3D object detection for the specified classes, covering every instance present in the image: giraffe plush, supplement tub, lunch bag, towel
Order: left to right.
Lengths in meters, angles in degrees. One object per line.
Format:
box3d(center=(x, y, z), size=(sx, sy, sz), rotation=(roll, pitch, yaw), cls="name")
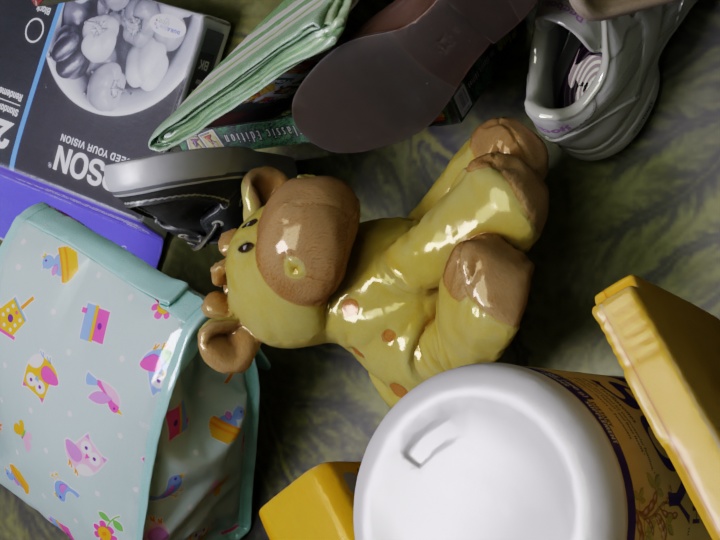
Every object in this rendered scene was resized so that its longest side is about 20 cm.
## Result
box3d(center=(-0.149, 0.069, 1.128), size=(0.170, 0.122, 0.200), rotation=(30, 129, 33), cls="lunch bag")
box3d(center=(-0.029, -0.149, 1.067), size=(0.152, 0.200, 0.023), rotation=(-29, 107, 37), cls="towel")
box3d(center=(0.000, 0.000, 1.018), size=(0.162, 0.173, 0.200), rotation=(19, 121, -4), cls="giraffe plush")
box3d(center=(0.105, 0.123, 0.922), size=(0.145, 0.200, 0.146), rotation=(-4, 83, 33), cls="supplement tub")

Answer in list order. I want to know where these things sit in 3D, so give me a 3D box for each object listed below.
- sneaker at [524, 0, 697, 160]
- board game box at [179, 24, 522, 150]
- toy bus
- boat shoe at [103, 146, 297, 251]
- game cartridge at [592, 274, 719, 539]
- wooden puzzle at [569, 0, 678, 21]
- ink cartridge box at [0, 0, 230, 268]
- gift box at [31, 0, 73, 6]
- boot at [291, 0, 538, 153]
box3d(center=(0.148, -0.159, 1.005), size=(0.075, 0.100, 0.201), rotation=(22, 96, 30), cls="sneaker")
box3d(center=(-0.009, -0.114, 1.107), size=(0.200, 0.105, 0.024), rotation=(-4, 122, 34), cls="board game box")
box3d(center=(0.021, 0.211, 1.054), size=(0.065, 0.078, 0.200), rotation=(-39, 65, 23), cls="toy bus")
box3d(center=(-0.086, -0.041, 1.088), size=(0.068, 0.200, 0.057), rotation=(-8, 88, 22), cls="boat shoe")
box3d(center=(0.189, 0.101, 0.884), size=(0.032, 0.176, 0.200), rotation=(-35, 67, 17), cls="game cartridge")
box3d(center=(0.169, -0.229, 0.972), size=(0.037, 0.199, 0.185), rotation=(115, 138, -65), cls="wooden puzzle")
box3d(center=(-0.199, -0.101, 1.258), size=(0.198, 0.043, 0.201), rotation=(20, 97, 33), cls="ink cartridge box")
box3d(center=(-0.125, -0.294, 1.128), size=(0.184, 0.187, 0.201), rotation=(-23, 86, 45), cls="gift box")
box3d(center=(0.057, -0.165, 1.038), size=(0.186, 0.200, 0.064), rotation=(-31, 110, 33), cls="boot")
